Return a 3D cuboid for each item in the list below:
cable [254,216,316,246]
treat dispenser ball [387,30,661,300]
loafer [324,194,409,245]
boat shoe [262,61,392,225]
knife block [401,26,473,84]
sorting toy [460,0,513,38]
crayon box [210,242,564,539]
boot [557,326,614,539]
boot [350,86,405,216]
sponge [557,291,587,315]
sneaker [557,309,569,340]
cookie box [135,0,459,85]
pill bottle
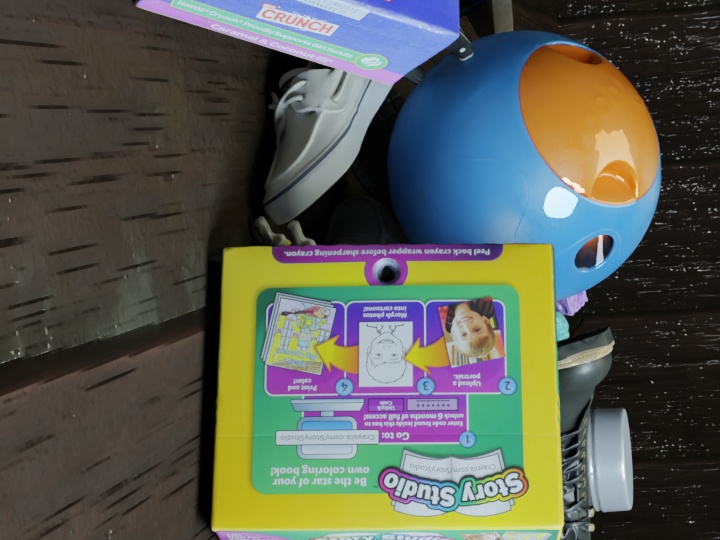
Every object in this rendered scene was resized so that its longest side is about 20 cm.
[{"bbox_3d":[-0.018,0.054,1.096,0.097,0.050,0.200,36,-23,43],"label":"cable"},{"bbox_3d":[0.120,-0.075,1.198,0.201,0.201,0.201,-4,90,-77],"label":"treat dispenser ball"},{"bbox_3d":[0.000,0.000,1.196,0.070,0.070,0.200,46,17,-30],"label":"loafer"},{"bbox_3d":[-0.030,-0.111,1.130,0.066,0.072,0.200,45,46,-16],"label":"boat shoe"},{"bbox_3d":[-0.003,-0.182,1.081,0.176,0.064,0.200,46,23,-9],"label":"knife block"},{"bbox_3d":[0.055,-0.292,1.385,0.199,0.070,0.200,75,-9,-62],"label":"sorting toy"},{"bbox_3d":[0.017,0.074,0.963,0.058,0.200,0.173,80,10,-71],"label":"crayon box"},{"bbox_3d":[0.138,0.119,1.081,0.200,0.077,0.138,116,-40,-75],"label":"boot"},{"bbox_3d":[0.026,-0.064,1.343,0.200,0.070,0.132,60,-12,-6],"label":"boot"},{"bbox_3d":[0.102,-0.029,1.394,0.030,0.200,0.112,-36,121,-33],"label":"sponge"},{"bbox_3d":[0.091,0.054,1.396,0.078,0.200,0.091,-8,79,-44],"label":"sneaker"},{"bbox_3d":[-0.033,-0.227,0.936,0.171,0.075,0.200,14,63,-28],"label":"cookie box"},{"bbox_3d":[0.138,0.172,1.450,0.120,0.200,0.120,-4,90,-77],"label":"pill bottle"}]
